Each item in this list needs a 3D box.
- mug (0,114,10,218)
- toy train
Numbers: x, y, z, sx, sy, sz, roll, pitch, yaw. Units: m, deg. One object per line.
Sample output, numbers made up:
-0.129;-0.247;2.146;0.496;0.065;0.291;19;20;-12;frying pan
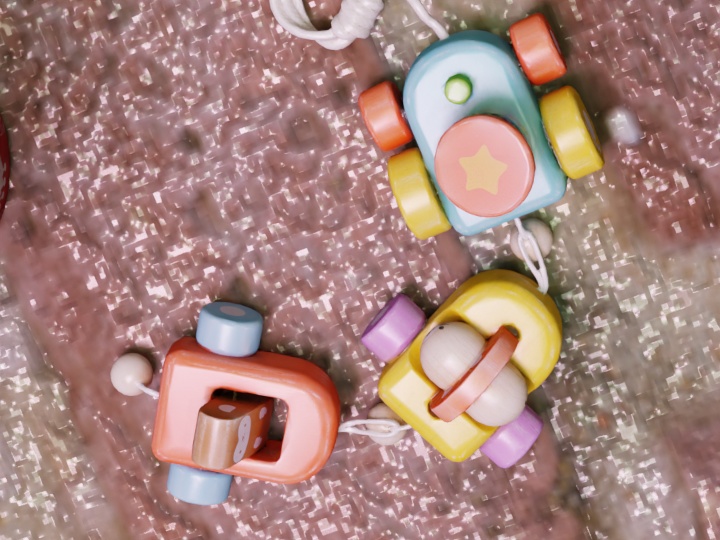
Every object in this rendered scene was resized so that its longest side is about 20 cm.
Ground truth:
-0.203;-0.017;0.784;0.176;0.200;0.134;7;106;4;mug
0.000;0.000;0.844;0.149;0.056;0.201;16;106;1;toy train
